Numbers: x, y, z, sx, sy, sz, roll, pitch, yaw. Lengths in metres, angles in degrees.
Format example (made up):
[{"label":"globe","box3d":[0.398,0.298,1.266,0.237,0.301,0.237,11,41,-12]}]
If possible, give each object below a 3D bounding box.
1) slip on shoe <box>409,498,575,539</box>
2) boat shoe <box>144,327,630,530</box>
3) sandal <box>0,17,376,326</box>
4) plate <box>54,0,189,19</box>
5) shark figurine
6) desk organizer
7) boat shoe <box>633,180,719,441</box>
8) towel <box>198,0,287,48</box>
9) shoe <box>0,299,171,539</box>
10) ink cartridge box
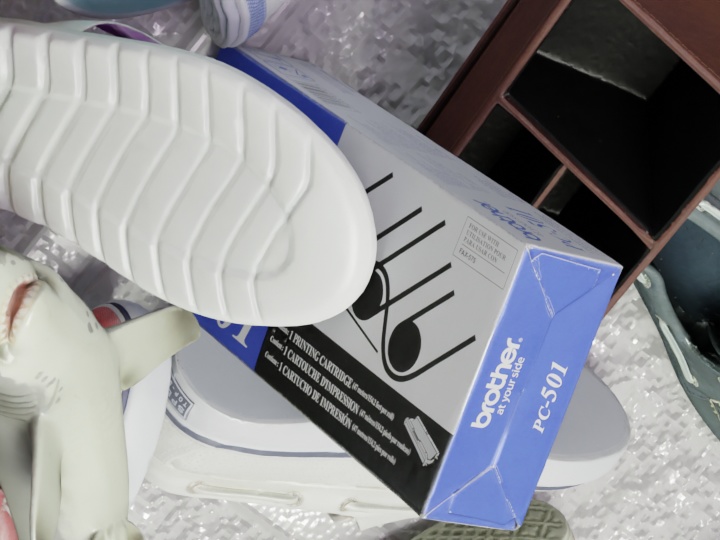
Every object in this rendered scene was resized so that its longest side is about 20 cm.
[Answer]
[{"label":"slip on shoe","box3d":[-0.001,0.155,1.099,0.199,0.074,0.062,-23,122,-20]},{"label":"boat shoe","box3d":[0.007,0.064,1.073,0.199,0.071,0.070,3,137,-31]},{"label":"sandal","box3d":[-0.082,-0.047,0.938,0.202,0.050,0.083,22,114,13]},{"label":"plate","box3d":[-0.027,-0.157,0.921,0.200,0.026,0.200,-34,166,-10]},{"label":"shark figurine","box3d":[-0.119,0.082,0.947,0.128,0.089,0.216,-24,121,-59]},{"label":"desk organizer","box3d":[0.060,-0.025,0.986,0.071,0.077,0.200,21,133,-17]},{"label":"boat shoe","box3d":[0.146,0.028,1.104,0.072,0.062,0.201,-19,119,22]},{"label":"towel","box3d":[0.025,-0.155,0.954,0.200,0.147,0.024,-35,76,-11]},{"label":"shoe","box3d":[-0.150,0.089,0.999,0.091,0.071,0.201,25,102,-34]},{"label":"ink cartridge box","box3d":[0.000,0.000,0.955,0.044,0.200,0.095,12,105,-36]}]
